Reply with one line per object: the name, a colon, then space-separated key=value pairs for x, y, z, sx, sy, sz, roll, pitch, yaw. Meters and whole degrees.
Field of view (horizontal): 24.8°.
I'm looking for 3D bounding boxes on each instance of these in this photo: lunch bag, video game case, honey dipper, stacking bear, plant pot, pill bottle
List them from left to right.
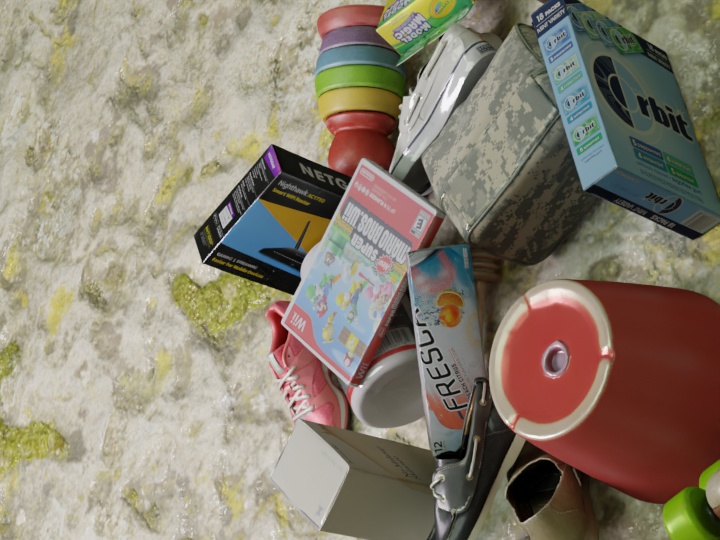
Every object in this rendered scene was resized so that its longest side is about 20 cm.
video game case: x=0.000 y=0.000 z=1.691 sx=0.143 sy=0.017 sz=0.201 roll=38 pitch=106 yaw=47
stacking bear: x=0.002 y=-0.190 z=1.867 sx=0.121 sy=0.113 sz=0.202 roll=-13 pitch=71 yaw=45
pill bottle: x=0.011 y=0.060 z=1.757 sx=0.114 sy=0.113 sz=0.201 roll=-49 pitch=45 yaw=24
honey dipper: x=0.120 y=0.062 z=1.694 sx=0.038 sy=0.038 sz=0.202 roll=-6 pitch=74 yaw=47
lunch bag: x=0.160 y=-0.133 z=1.637 sx=0.201 sy=0.139 sz=0.168 roll=-53 pitch=48 yaw=22
plant pot: x=0.223 y=0.096 z=1.457 sx=0.199 sy=0.176 sz=0.202 roll=-19 pitch=63 yaw=42

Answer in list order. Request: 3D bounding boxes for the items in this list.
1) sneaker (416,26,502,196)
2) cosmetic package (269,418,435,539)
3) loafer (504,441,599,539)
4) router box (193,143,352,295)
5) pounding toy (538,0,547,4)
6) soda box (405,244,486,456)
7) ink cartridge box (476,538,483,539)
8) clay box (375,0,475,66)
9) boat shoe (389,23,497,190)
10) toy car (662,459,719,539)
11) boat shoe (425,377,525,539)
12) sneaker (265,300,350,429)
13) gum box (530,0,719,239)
sneaker: x=0.080 y=-0.177 z=1.792 sx=0.074 sy=0.080 sz=0.201 roll=34 pitch=104 yaw=47
cosmetic package: x=0.021 y=0.217 z=1.623 sx=0.103 sy=0.199 sz=0.074 roll=37 pitch=103 yaw=47
loafer: x=0.172 y=0.197 z=1.516 sx=0.076 sy=0.068 sz=0.200 roll=-37 pitch=23 yaw=9
router box: x=-0.062 y=-0.045 z=1.810 sx=0.149 sy=0.199 sz=0.051 roll=-47 pitch=45 yaw=26
pounding toy: x=0.199 y=-0.422 z=1.694 sx=0.200 sy=0.141 sz=0.185 roll=-42 pitch=49 yaw=31
soda box: x=0.086 y=0.077 z=1.593 sx=0.068 sy=0.063 sz=0.202 roll=171 pitch=91 yaw=-89
ink cartridge box: x=0.122 y=0.335 z=1.484 sx=0.199 sy=0.175 sz=0.084 roll=-1 pitch=120 yaw=49
clay box: x=0.084 y=-0.320 z=1.798 sx=0.115 sy=0.048 sz=0.201 roll=-32 pitch=26 yaw=37
boat shoe: x=0.073 y=-0.168 z=1.725 sx=0.066 sy=0.072 sz=0.201 roll=45 pitch=129 yaw=23
toy car: x=0.375 y=0.215 z=1.310 sx=0.164 sy=0.157 sz=0.201 roll=-44 pitch=76 yaw=34
boat shoe: x=0.093 y=0.198 z=1.527 sx=0.201 sy=0.067 sz=0.072 roll=-65 pitch=11 yaw=-1
sneaker: x=-0.072 y=0.124 z=1.849 sx=0.074 sy=0.086 sz=0.202 roll=-34 pitch=54 yaw=37
gum box: x=0.248 y=-0.143 z=1.519 sx=0.044 sy=0.169 sz=0.201 roll=-36 pitch=52 yaw=33
